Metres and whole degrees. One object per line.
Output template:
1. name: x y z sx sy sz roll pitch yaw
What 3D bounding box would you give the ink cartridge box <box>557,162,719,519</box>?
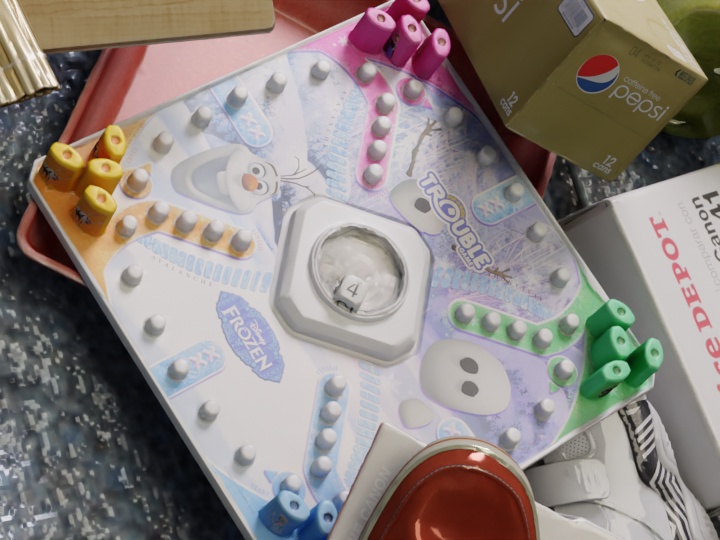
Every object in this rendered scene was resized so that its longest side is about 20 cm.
1. ink cartridge box: 0.185 0.024 1.022 0.199 0.085 0.148 -17 80 -39

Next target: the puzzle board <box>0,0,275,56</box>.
1. puzzle board: -0.142 -0.155 0.885 0.198 0.017 0.152 -6 75 -7

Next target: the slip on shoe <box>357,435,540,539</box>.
1. slip on shoe: 0.021 0.157 0.777 0.074 0.061 0.201 18 82 -9

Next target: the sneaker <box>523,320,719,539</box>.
1. sneaker: 0.085 0.118 0.920 0.115 0.075 0.201 -33 92 -41

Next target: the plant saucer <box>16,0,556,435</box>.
1. plant saucer: -0.025 -0.037 0.930 0.199 0.037 0.201 28 57 -12

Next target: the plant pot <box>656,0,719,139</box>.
1. plant pot: 0.176 -0.169 1.044 0.199 0.200 0.186 17 69 -26

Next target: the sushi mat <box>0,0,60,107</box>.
1. sushi mat: -0.200 -0.139 0.859 0.095 0.012 0.201 -24 78 -11

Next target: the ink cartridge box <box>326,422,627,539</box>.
1. ink cartridge box: 0.038 0.183 0.832 0.175 0.045 0.201 28 82 -9

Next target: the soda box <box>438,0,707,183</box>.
1. soda box: 0.073 -0.132 0.972 0.067 0.064 0.201 24 29 -37

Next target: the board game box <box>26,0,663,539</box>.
1. board game box: 0.000 0.000 0.882 0.199 0.026 0.201 -27 78 -31
